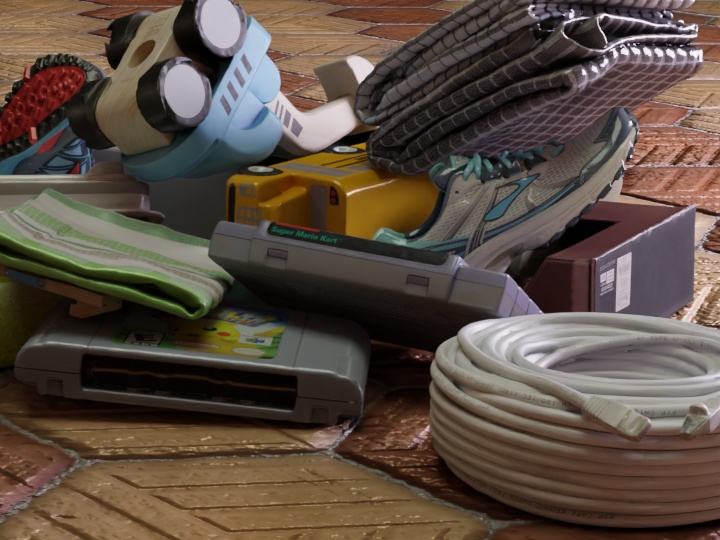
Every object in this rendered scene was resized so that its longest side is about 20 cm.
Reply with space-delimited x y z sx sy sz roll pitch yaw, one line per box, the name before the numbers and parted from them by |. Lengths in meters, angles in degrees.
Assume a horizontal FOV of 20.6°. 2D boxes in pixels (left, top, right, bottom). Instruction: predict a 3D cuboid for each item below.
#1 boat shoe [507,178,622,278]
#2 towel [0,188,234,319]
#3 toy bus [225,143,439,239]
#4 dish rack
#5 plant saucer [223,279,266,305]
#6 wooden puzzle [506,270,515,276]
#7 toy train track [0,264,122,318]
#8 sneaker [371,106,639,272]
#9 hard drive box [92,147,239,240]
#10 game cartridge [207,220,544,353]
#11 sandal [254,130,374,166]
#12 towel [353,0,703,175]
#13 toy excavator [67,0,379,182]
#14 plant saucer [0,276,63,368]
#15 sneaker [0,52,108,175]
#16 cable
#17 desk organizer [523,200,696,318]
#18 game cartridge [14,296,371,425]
boat shoe | 0.132 -0.042 1.441 0.062 0.071 0.200 23 22 23
towel | -0.151 -0.013 1.216 0.149 0.031 0.200 15 6 -1
toy bus | -0.013 -0.045 1.384 0.078 0.065 0.200 11 16 30
dish rack | -0.231 -0.045 1.422 0.171 0.044 0.200 -2 -7 -10
plant saucer | 0.000 0.000 1.410 0.199 0.036 0.200 1 14 0
wooden puzzle | 0.091 -0.045 1.579 0.200 0.046 0.185 10 17 33
toy train track | -0.234 0.004 1.196 0.200 0.033 0.115 15 12 24
sneaker | 0.092 -0.048 1.291 0.200 0.086 0.078 -40 3 2
hard drive box | -0.134 -0.072 1.600 0.200 0.077 0.156 9 16 29
game cartridge | 0.018 0.015 1.219 0.200 0.038 0.130 11 -20 27
sandal | 0.000 -0.086 1.502 0.200 0.045 0.075 12 15 -19
towel | 0.117 -0.127 1.345 0.165 0.086 0.200 -4 -17 -43
toy excavator | -0.081 -0.115 1.396 0.100 0.200 0.195 -10 45 42
plant saucer | -0.261 0.015 1.298 0.200 0.048 0.200 -4 15 -22
sneaker | -0.234 -0.093 1.513 0.095 0.079 0.200 18 -39 -32
cable | 0.137 0.073 1.059 0.200 0.069 0.200 13 17 42
desk organizer | 0.158 0.004 1.338 0.077 0.072 0.200 6 14 27
game cartridge | -0.094 0.049 1.179 0.199 0.041 0.133 6 10 1
